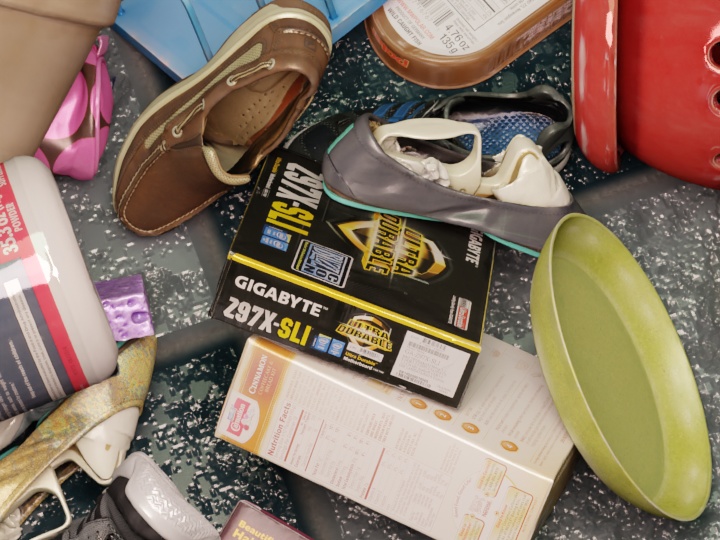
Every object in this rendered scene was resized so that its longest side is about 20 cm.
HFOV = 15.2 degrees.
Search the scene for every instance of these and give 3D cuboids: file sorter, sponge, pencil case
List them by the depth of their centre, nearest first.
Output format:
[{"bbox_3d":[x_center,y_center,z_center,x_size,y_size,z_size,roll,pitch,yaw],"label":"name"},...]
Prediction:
[{"bbox_3d":[-0.229,0.040,1.687,0.199,0.112,0.030,-12,98,-5],"label":"sponge"},{"bbox_3d":[-0.260,-0.113,1.760,0.198,0.091,0.094,4,103,-2],"label":"pencil case"},{"bbox_3d":[-0.065,-0.225,1.766,0.200,0.123,0.139,-39,52,-15],"label":"file sorter"}]

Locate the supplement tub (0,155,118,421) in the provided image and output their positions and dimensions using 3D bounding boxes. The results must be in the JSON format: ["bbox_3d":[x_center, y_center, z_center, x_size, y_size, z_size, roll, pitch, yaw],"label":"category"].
[{"bbox_3d":[-0.251,0.030,1.557,0.199,0.140,0.141,-21,70,-5],"label":"supplement tub"}]

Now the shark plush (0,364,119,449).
[{"bbox_3d":[-0.246,0.084,1.653,0.199,0.083,0.091,-35,94,12],"label":"shark plush"}]

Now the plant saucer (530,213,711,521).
[{"bbox_3d":[0.155,0.063,1.658,0.031,0.200,0.201,-23,67,24],"label":"plant saucer"}]

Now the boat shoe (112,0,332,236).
[{"bbox_3d":[-0.093,-0.083,1.697,0.074,0.202,0.075,25,36,-24],"label":"boat shoe"}]

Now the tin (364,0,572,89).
[{"bbox_3d":[0.093,-0.204,1.829,0.200,0.042,0.112,-37,78,-14],"label":"tin"}]

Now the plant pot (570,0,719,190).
[{"bbox_3d":[0.227,-0.146,1.727,0.181,0.201,0.202,0,68,8],"label":"plant pot"}]

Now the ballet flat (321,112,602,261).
[{"bbox_3d":[0.074,-0.056,1.695,0.199,0.073,0.074,14,67,-19],"label":"ballet flat"}]

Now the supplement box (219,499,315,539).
[{"bbox_3d":[-0.073,0.256,1.616,0.110,0.086,0.201,28,71,10],"label":"supplement box"}]

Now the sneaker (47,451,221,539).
[{"bbox_3d":[-0.148,0.173,1.592,0.114,0.200,0.076,-44,90,-11],"label":"sneaker"}]

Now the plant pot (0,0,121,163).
[{"bbox_3d":[-0.257,-0.128,1.642,0.199,0.200,0.175,17,96,6],"label":"plant pot"}]

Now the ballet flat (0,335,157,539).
[{"bbox_3d":[-0.188,0.123,1.679,0.200,0.071,0.071,-41,74,-9],"label":"ballet flat"}]

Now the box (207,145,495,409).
[{"bbox_3d":[0.000,0.000,1.654,0.159,0.200,0.050,19,112,-1],"label":"box"}]

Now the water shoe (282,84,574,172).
[{"bbox_3d":[0.040,-0.088,1.758,0.199,0.079,0.072,-10,68,-5],"label":"water shoe"}]

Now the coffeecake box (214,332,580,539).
[{"bbox_3d":[0.033,0.086,1.647,0.199,0.154,0.073,25,114,9],"label":"coffeecake box"}]
